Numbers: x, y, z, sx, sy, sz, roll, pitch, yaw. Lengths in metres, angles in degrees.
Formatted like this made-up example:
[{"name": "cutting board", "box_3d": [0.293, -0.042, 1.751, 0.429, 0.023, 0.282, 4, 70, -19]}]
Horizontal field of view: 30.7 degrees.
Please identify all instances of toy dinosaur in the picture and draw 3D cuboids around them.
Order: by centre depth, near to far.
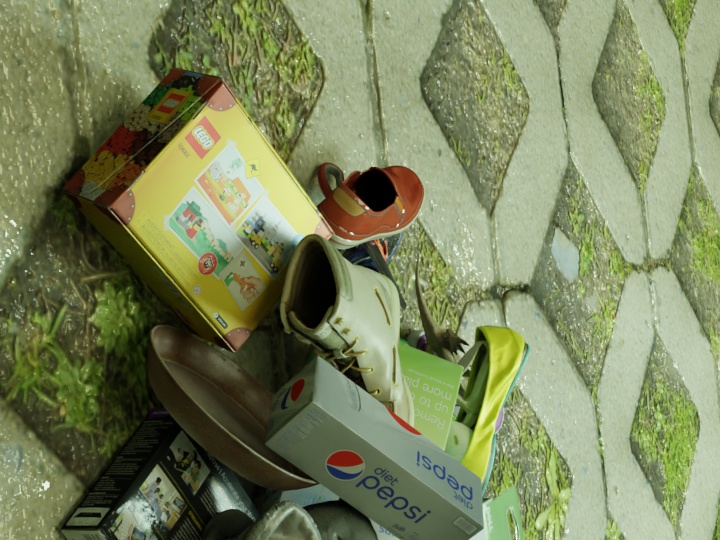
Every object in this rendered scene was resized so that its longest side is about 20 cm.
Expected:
[{"name": "toy dinosaur", "box_3d": [0.089, 0.087, 1.432, 0.200, 0.058, 0.101, 62, 3, -8]}]

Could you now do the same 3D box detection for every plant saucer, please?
[{"name": "plant saucer", "box_3d": [-0.114, 0.125, 1.142, 0.034, 0.200, 0.200, -48, 135, 7]}]

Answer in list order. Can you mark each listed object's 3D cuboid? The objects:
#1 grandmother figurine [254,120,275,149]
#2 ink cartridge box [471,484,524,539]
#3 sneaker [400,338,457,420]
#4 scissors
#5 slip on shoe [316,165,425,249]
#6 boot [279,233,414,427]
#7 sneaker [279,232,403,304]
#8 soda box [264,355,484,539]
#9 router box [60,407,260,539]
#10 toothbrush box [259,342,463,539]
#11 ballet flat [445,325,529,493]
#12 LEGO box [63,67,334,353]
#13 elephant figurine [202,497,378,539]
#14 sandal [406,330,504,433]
[{"name": "grandmother figurine", "box_3d": [-0.121, -0.086, 1.239, 0.121, 0.061, 0.200, -53, 134, -8]}, {"name": "ink cartridge box", "box_3d": [0.110, 0.318, 1.476, 0.200, 0.059, 0.104, -17, 99, -53]}, {"name": "sneaker", "box_3d": [0.071, 0.156, 1.429, 0.074, 0.084, 0.200, -42, 117, -47]}, {"name": "scissors", "box_3d": [-0.001, -0.038, 1.332, 0.073, 0.014, 0.200, 22, 36, -30]}, {"name": "slip on shoe", "box_3d": [0.019, -0.075, 1.329, 0.074, 0.061, 0.200, 43, 29, 11]}, {"name": "boot", "box_3d": [-0.013, 0.079, 1.174, 0.155, 0.072, 0.200, 36, 47, -61]}, {"name": "sneaker", "box_3d": [0.000, 0.000, 1.363, 0.200, 0.078, 0.075, -53, 126, -42]}, {"name": "soda box", "box_3d": [0.015, 0.164, 1.127, 0.200, 0.063, 0.068, 38, 26, -19]}, {"name": "router box", "box_3d": [-0.154, 0.242, 1.145, 0.200, 0.051, 0.149, 62, 40, -26]}, {"name": "toothbrush box", "box_3d": [0.002, 0.169, 1.282, 0.145, 0.086, 0.200, 22, 64, -10]}, {"name": "ballet flat", "box_3d": [0.112, 0.148, 1.350, 0.067, 0.067, 0.200, 25, 78, -20]}, {"name": "LEGO box", "box_3d": [-0.135, -0.051, 1.145, 0.149, 0.077, 0.200, -51, 131, -18]}, {"name": "elephant figurine", "box_3d": [-0.077, 0.252, 1.096, 0.200, 0.142, 0.155, 20, 28, -35]}, {"name": "sandal", "box_3d": [0.119, 0.138, 1.522, 0.203, 0.050, 0.083, 39, 56, -41]}]
